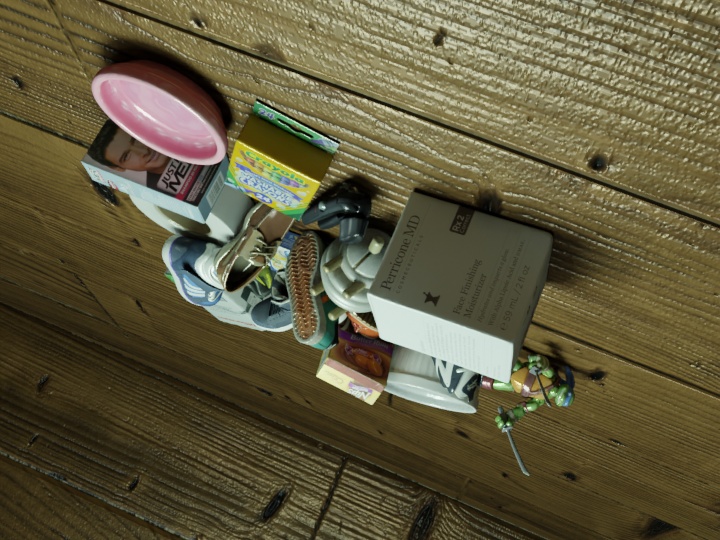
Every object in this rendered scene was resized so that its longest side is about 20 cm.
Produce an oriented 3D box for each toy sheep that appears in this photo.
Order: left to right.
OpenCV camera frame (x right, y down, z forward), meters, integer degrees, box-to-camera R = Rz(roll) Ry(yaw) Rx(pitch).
[{"bbox_3d":[0.000,0.000,1.353,0.138,0.138,0.200,27,154,-7],"label":"toy sheep"}]

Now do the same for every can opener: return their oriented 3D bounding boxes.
[{"bbox_3d":[-0.042,-0.083,1.298,0.063,0.079,0.200,25,171,-24],"label":"can opener"}]

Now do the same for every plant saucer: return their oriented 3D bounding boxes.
[{"bbox_3d":[-0.268,-0.222,1.222,0.200,0.051,0.201,21,161,8],"label":"plant saucer"}]

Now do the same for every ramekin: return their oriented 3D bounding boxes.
[{"bbox_3d":[0.135,0.190,1.676,0.200,0.105,0.200,16,165,4],"label":"ramekin"}]

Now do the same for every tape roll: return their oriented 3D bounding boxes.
[{"bbox_3d":[-0.280,-0.114,1.479,0.202,0.071,0.202,22,161,8],"label":"tape roll"}]

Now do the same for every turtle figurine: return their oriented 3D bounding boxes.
[{"bbox_3d":[0.255,0.195,1.505,0.194,0.200,0.144,26,147,24],"label":"turtle figurine"}]

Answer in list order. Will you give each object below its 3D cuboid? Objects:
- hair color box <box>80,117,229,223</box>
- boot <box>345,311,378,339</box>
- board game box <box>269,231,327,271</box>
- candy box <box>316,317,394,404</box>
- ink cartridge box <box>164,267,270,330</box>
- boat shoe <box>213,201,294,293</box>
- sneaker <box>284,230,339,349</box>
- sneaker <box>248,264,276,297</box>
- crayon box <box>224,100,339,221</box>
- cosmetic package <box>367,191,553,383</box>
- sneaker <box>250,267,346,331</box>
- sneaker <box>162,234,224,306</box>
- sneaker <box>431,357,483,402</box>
[{"bbox_3d":[-0.309,-0.159,1.357,0.200,0.099,0.061,21,160,10],"label":"hair color box"},{"bbox_3d":[0.013,0.081,1.535,0.107,0.075,0.200,-12,158,32],"label":"boot"},{"bbox_3d":[-0.067,-0.005,1.557,0.200,0.035,0.135,21,160,9],"label":"board game box"},{"bbox_3d":[-0.002,0.139,1.621,0.117,0.200,0.057,28,122,-9],"label":"candy box"},{"bbox_3d":[-0.281,0.035,1.838,0.146,0.083,0.200,10,155,35],"label":"ink cartridge box"},{"bbox_3d":[-0.160,-0.038,1.406,0.076,0.072,0.200,20,126,-32],"label":"boat shoe"},{"bbox_3d":[-0.072,0.035,1.453,0.071,0.200,0.080,-17,152,28],"label":"sneaker"},{"bbox_3d":[-0.235,-0.020,1.641,0.200,0.085,0.074,28,159,-9],"label":"sneaker"},{"bbox_3d":[-0.114,-0.146,1.233,0.126,0.052,0.200,27,160,-6],"label":"crayon box"},{"bbox_3d":[0.136,0.024,1.202,0.200,0.165,0.165,18,159,15],"label":"cosmetic package"},{"bbox_3d":[-0.141,0.051,1.577,0.202,0.077,0.146,-9,156,30],"label":"sneaker"},{"bbox_3d":[-0.250,0.019,1.558,0.146,0.081,0.200,18,154,27],"label":"sneaker"},{"bbox_3d":[0.189,0.149,1.466,0.079,0.130,0.199,-6,171,-41],"label":"sneaker"}]
